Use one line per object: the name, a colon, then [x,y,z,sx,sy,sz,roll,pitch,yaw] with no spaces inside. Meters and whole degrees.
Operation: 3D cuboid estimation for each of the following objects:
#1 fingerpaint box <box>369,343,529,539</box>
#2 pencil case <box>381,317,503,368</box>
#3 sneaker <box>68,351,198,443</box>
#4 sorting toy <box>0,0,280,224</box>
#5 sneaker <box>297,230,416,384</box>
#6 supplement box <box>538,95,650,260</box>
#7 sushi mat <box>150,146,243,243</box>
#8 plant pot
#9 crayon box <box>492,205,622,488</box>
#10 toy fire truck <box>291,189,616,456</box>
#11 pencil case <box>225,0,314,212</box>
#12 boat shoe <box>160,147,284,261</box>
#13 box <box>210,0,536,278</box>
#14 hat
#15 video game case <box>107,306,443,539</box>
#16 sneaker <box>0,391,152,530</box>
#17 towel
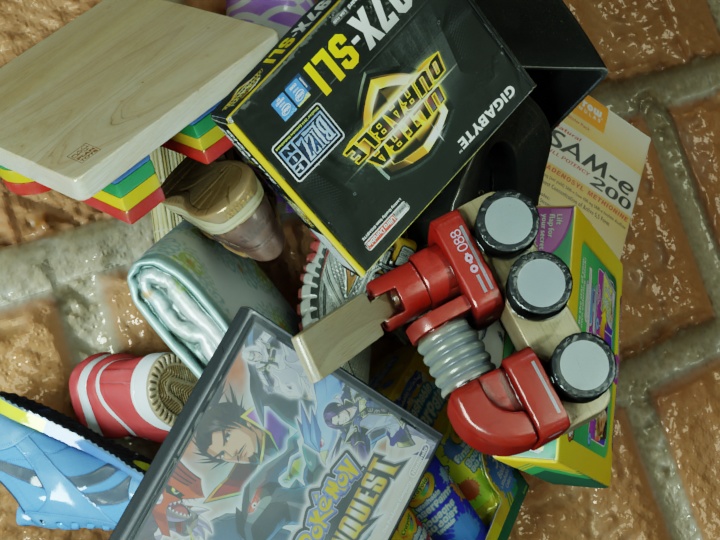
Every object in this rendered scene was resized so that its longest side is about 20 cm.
fingerpaint box: [0.044,0.180,1.044,0.168,0.073,0.200,54,34,-11]
pencil case: [0.076,0.055,1.139,0.199,0.078,0.090,38,48,-17]
sneaker: [-0.142,0.116,1.012,0.200,0.111,0.072,44,53,-48]
sorting toy: [-0.185,-0.120,0.977,0.200,0.197,0.070,-42,134,-28]
sneaker: [0.000,0.000,1.024,0.078,0.081,0.203,21,71,-66]
supplement box: [0.192,-0.065,1.237,0.125,0.073,0.202,29,65,-22]
sushi mat: [-0.141,-0.114,1.092,0.095,0.012,0.203,-4,80,-32]
plant pot: [0.061,-0.195,1.135,0.198,0.200,0.180,-4,65,-30]
crayon box: [0.168,0.068,1.071,0.172,0.057,0.203,33,61,-61]
toy fire truck: [0.061,0.056,0.917,0.198,0.129,0.178,-25,77,-5]
pencil case: [-0.071,-0.158,1.102,0.083,0.086,0.203,-4,77,-3]
boat shoe: [-0.101,-0.051,0.990,0.072,0.200,0.072,-45,113,-6]
box: [0.012,-0.124,0.944,0.200,0.049,0.160,-47,114,-10]
hat: [0.087,-0.055,1.081,0.200,0.080,0.203,-35,133,-49]
video game case: [-0.057,0.158,0.893,0.180,0.025,0.202,34,78,-22]
sneaker: [-0.193,0.161,0.928,0.198,0.066,0.079,23,86,14]
towel: [-0.088,0.053,0.991,0.048,0.171,0.201,-36,97,12]
